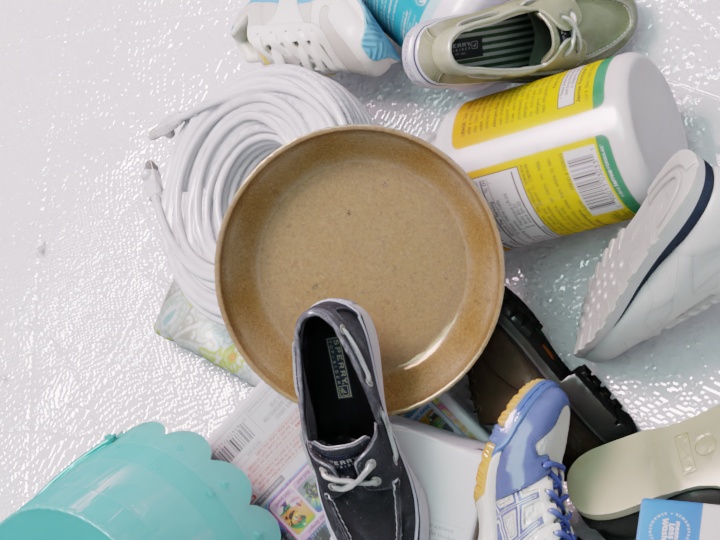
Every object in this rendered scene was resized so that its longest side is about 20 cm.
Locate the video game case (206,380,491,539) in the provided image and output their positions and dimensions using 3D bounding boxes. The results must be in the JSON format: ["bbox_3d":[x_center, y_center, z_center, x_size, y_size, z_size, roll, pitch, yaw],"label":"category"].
[{"bbox_3d":[-0.013,0.149,1.252,0.182,0.024,0.200,45,99,11],"label":"video game case"}]

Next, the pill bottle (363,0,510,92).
[{"bbox_3d":[0.044,-0.235,1.311,0.111,0.111,0.200,-48,59,8],"label":"pill bottle"}]

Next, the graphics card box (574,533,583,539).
[{"bbox_3d":[0.171,0.274,1.132,0.199,0.051,0.126,35,93,30],"label":"graphics card box"}]

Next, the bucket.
[{"bbox_3d":[-0.167,0.228,1.232,0.206,0.134,0.209,11,111,31],"label":"bucket"}]

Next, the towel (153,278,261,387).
[{"bbox_3d":[-0.057,0.009,1.332,0.199,0.048,0.172,26,88,31],"label":"towel"}]

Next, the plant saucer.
[{"bbox_3d":[0.000,0.000,1.168,0.198,0.035,0.202,1,97,5],"label":"plant saucer"}]

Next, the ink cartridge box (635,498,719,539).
[{"bbox_3d":[0.267,0.214,1.050,0.198,0.067,0.117,3,57,16],"label":"ink cartridge box"}]

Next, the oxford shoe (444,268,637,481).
[{"bbox_3d":[0.097,0.066,1.203,0.084,0.073,0.200,-45,73,16],"label":"oxford shoe"}]

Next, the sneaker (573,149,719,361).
[{"bbox_3d":[0.208,0.006,1.145,0.200,0.080,0.077,122,162,-50],"label":"sneaker"}]

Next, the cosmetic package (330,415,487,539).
[{"bbox_3d":[0.031,0.210,1.187,0.101,0.071,0.202,16,92,19],"label":"cosmetic package"}]

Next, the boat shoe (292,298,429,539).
[{"bbox_3d":[-0.005,0.119,1.123,0.071,0.068,0.202,-9,92,15],"label":"boat shoe"}]

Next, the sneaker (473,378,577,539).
[{"bbox_3d":[0.119,0.175,1.122,0.088,0.075,0.202,14,90,34],"label":"sneaker"}]

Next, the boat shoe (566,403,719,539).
[{"bbox_3d":[0.240,0.135,1.131,0.200,0.063,0.074,-18,48,23],"label":"boat shoe"}]

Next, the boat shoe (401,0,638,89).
[{"bbox_3d":[0.125,-0.163,1.211,0.062,0.199,0.073,15,118,59],"label":"boat shoe"}]

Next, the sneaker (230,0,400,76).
[{"bbox_3d":[-0.035,-0.178,1.318,0.081,0.077,0.200,-39,26,-10],"label":"sneaker"}]

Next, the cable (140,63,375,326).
[{"bbox_3d":[-0.068,-0.053,1.272,0.199,0.069,0.202,-29,62,33],"label":"cable"}]

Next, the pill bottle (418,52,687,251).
[{"bbox_3d":[0.123,-0.076,1.217,0.199,0.112,0.114,-15,69,31],"label":"pill bottle"}]
